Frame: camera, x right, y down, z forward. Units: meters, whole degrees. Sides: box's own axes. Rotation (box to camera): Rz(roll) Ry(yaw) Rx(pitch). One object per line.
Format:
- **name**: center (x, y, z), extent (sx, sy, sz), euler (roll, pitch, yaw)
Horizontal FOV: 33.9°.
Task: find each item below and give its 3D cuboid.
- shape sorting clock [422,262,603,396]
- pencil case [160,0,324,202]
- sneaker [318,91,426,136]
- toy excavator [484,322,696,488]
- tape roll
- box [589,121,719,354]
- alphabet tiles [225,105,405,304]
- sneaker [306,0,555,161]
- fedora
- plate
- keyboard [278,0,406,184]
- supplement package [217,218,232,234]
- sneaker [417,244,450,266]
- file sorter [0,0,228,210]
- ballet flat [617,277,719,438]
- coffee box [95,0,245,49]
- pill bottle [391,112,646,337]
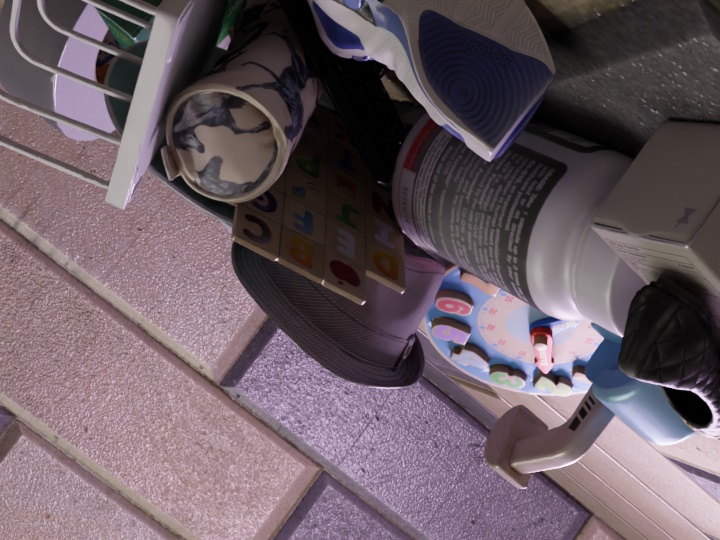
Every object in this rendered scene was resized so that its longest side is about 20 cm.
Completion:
- **shape sorting clock**: center (0.148, 0.046, 0.971), extent (0.197, 0.040, 0.201), euler (4, 142, 3)
- **pencil case**: center (-0.069, -0.123, 0.786), extent (0.078, 0.089, 0.201), euler (60, -155, -24)
- **sneaker**: center (0.015, -0.094, 0.956), extent (0.198, 0.086, 0.077), euler (19, 174, -3)
- **toy excavator**: center (0.193, 0.089, 0.881), extent (0.100, 0.201, 0.194), euler (40, 172, -22)
- **tape roll**: center (-0.208, -0.209, 0.978), extent (0.066, 0.201, 0.200), euler (35, 173, 12)
- **box**: center (0.234, 0.010, 0.672), extent (0.200, 0.078, 0.095), euler (41, 173, -25)
- **alphabet tiles**: center (-0.038, -0.063, 0.823), extent (0.165, 0.006, 0.201), euler (28, -146, -21)
- **sneaker**: center (0.029, -0.153, 0.712), extent (0.199, 0.081, 0.115), euler (44, 177, 5)
- **fedora**: center (0.000, 0.000, 0.898), extent (0.177, 0.090, 0.200), euler (46, -165, 17)
- **plate**: center (-0.092, -0.091, 0.842), extent (0.198, 0.026, 0.201), euler (23, -143, -19)
- **keyboard**: center (-0.008, -0.164, 0.792), extent (0.039, 0.105, 0.201), euler (-14, 125, 22)
- **supplement package**: center (-0.025, -0.049, 1.267), extent (0.199, 0.156, 0.111), euler (35, 172, 21)
- **sneaker**: center (0.082, -0.047, 1.022), extent (0.077, 0.101, 0.200), euler (-4, 175, -13)
- **file sorter**: center (-0.157, -0.168, 0.739), extent (0.123, 0.140, 0.201), euler (21, -141, -5)
- **ballet flat**: center (0.185, 0.062, 0.699), extent (0.066, 0.057, 0.200), euler (37, 176, 33)
- **coffee box**: center (-0.139, -0.208, 0.979), extent (0.044, 0.123, 0.200), euler (38, 175, 11)
- **pill bottle**: center (0.122, -0.036, 0.787), extent (0.199, 0.114, 0.114), euler (31, 171, 44)
